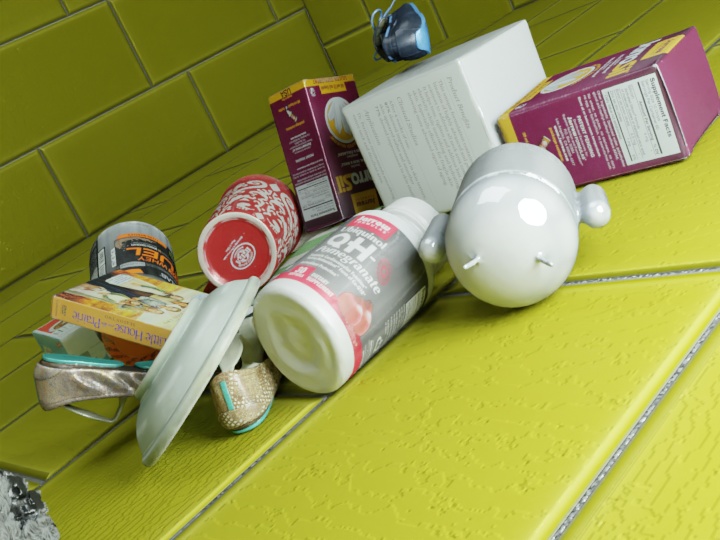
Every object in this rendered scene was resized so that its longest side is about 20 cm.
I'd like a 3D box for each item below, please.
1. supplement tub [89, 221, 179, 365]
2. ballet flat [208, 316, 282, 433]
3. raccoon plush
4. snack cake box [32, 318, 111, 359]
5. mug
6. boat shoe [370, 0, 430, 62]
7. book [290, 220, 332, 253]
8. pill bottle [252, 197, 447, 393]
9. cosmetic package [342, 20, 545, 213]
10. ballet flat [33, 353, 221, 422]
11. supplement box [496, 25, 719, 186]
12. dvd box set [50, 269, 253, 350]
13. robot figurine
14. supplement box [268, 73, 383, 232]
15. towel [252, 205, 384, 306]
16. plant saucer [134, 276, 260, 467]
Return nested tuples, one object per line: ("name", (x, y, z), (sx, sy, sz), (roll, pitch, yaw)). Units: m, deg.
("supplement tub", (-0.307, 0.031, 1.238), (0.121, 0.124, 0.201), (-27, 37, 0))
("ballet flat", (-0.103, 0.083, 0.894), (0.069, 0.066, 0.201), (-22, 16, 10))
("raccoon plush", (-0.332, 0.247, 0.726), (0.133, 0.098, 0.200), (-33, 15, 8))
("snack cake box", (-0.421, 0.097, 1.397), (0.114, 0.068, 0.199), (-36, 17, -26))
("mug", (-0.155, -0.028, 1.266), (0.130, 0.182, 0.200), (7, 15, 0))
("boat shoe", (0.045, -0.314, 1.191), (0.067, 0.086, 0.200), (-13, 11, 0))
("book", (-0.102, -0.075, 1.461), (0.131, 0.049, 0.200), (-22, 14, 7))
("pill bottle", (0.001, 0.013, 0.852), (0.109, 0.112, 0.199), (-10, 23, 47))
("cosmetic package", (0.120, -0.182, 1.139), (0.198, 0.170, 0.166), (-11, 19, 45))
("ballet flat", (-0.244, 0.126, 0.964), (0.195, 0.069, 0.068), (5, 1, -18))
("supplement box", (0.271, -0.170, 0.995), (0.197, 0.105, 0.131), (-12, 20, 43))
("dvd box set", (-0.234, 0.049, 1.054), (0.196, 0.030, 0.146), (15, 16, 14))
("robot figurine", (0.133, -0.041, 0.794), (0.166, 0.115, 0.201), (-15, 18, 18))
("supplement box", (-0.045, -0.171, 1.319), (0.085, 0.204, 0.109), (-14, 3, 44))
("towel", (-0.050, -0.016, 1.214), (0.150, 0.024, 0.201), (-21, 18, 29))
("plant saucer", (-0.165, 0.083, 0.855), (0.202, 0.050, 0.200), (-57, 7, 12))
